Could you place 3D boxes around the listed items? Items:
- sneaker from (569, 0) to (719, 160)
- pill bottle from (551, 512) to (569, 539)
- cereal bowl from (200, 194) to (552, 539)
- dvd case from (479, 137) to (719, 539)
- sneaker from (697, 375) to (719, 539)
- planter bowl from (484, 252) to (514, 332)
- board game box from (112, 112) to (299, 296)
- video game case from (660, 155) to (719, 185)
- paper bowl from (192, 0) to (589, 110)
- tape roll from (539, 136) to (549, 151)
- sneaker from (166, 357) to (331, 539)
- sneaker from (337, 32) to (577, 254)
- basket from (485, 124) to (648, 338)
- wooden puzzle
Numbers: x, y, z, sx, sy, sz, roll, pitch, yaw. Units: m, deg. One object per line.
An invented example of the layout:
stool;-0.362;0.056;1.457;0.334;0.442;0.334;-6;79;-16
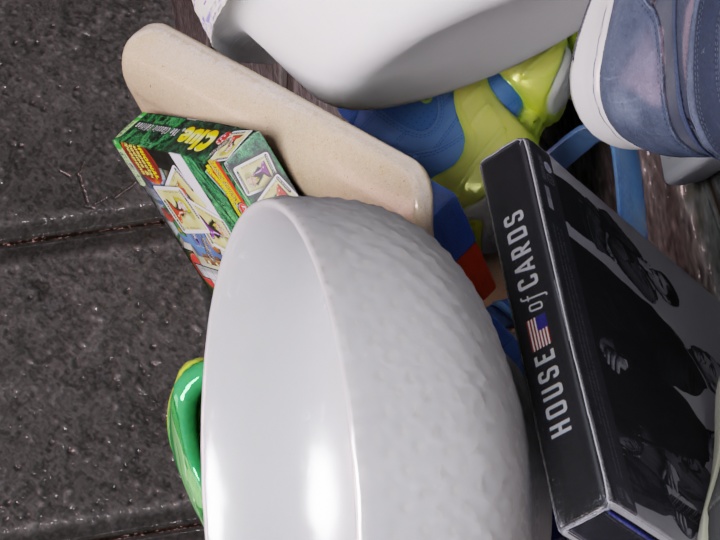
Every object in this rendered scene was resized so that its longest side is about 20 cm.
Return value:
sneaker;0.141;-0.126;0.707;0.146;0.077;0.204;-152;71;-65
pill bottle;0.092;0.154;0.807;0.116;0.115;0.201;93;167;-53
cereal bowl;0.008;0.075;0.757;0.200;0.083;0.201;178;90;-72
dvd case;0.117;0.059;0.793;0.200;0.025;0.151;36;-147;-42
sneaker;0.148;0.041;0.695;0.200;0.074;0.107;-87;6;-57
planter bowl;0.069;0.081;1.191;0.200;0.134;0.202;172;90;-82
board game box;-0.020;0.026;0.906;0.105;0.023;0.201;10;136;58
video game case;0.139;-0.140;0.899;0.200;0.023;0.183;131;130;-80
paper bowl;0.029;-0.134;0.887;0.201;0.200;0.105;120;129;-76
tape roll;0.019;-0.013;1.241;0.037;0.202;0.203;53;173;-5
sneaker;-0.017;0.117;0.882;0.200;0.074;0.084;51;179;15
sneaker;0.050;-0.099;1.010;0.076;0.105;0.200;97;-164;-48
basket;0.070;0.054;1.027;0.176;0.139;0.201;-35;54;43
wooden puzzle;0.000;0.000;0.915;0.185;0.046;0.201;31;153;42
